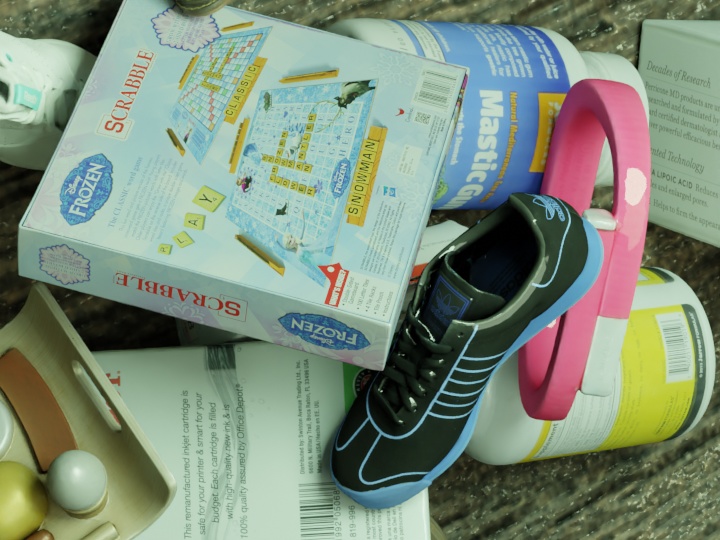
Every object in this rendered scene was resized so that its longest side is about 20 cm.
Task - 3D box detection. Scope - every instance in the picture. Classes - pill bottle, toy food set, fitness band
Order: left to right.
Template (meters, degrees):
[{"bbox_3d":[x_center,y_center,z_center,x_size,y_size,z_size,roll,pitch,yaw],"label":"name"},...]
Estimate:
[{"bbox_3d":[-0.216,0.116,1.342,0.199,0.060,0.144,-33,73,-12],"label":"toy food set"},{"bbox_3d":[0.071,-0.092,1.507,0.198,0.112,0.113,-1,102,-29],"label":"pill bottle"},{"bbox_3d":[0.114,0.061,1.567,0.199,0.112,0.113,-5,104,-29],"label":"pill bottle"},{"bbox_3d":[0.123,-0.010,1.424,0.037,0.144,0.201,6,116,-9],"label":"fitness band"}]

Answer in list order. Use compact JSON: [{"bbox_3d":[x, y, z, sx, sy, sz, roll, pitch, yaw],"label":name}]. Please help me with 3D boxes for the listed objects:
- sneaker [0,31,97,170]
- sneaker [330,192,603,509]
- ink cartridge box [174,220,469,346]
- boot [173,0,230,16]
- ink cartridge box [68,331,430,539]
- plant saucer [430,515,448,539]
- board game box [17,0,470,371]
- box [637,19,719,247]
[{"bbox_3d":[-0.191,-0.097,1.366,0.199,0.088,0.076,19,91,-37],"label":"sneaker"},{"bbox_3d":[0.042,0.039,1.325,0.200,0.070,0.078,-52,148,8],"label":"sneaker"},{"bbox_3d":[0.000,0.000,1.437,0.161,0.200,0.058,-13,80,-27],"label":"ink cartridge box"},{"bbox_3d":[-0.087,-0.246,1.373,0.097,0.074,0.202,38,59,-54],"label":"boot"},{"bbox_3d":[-0.061,0.120,1.415,0.198,0.083,0.148,-3,67,1],"label":"ink cartridge box"},{"bbox_3d":[-0.016,0.224,1.493,0.199,0.029,0.202,-8,107,-30],"label":"plant saucer"},{"bbox_3d":[-0.058,-0.054,1.337,0.198,0.201,0.041,15,138,4],"label":"board game box"},{"bbox_3d":[0.306,-0.083,1.595,0.197,0.200,0.132,-3,105,-29],"label":"box"}]
